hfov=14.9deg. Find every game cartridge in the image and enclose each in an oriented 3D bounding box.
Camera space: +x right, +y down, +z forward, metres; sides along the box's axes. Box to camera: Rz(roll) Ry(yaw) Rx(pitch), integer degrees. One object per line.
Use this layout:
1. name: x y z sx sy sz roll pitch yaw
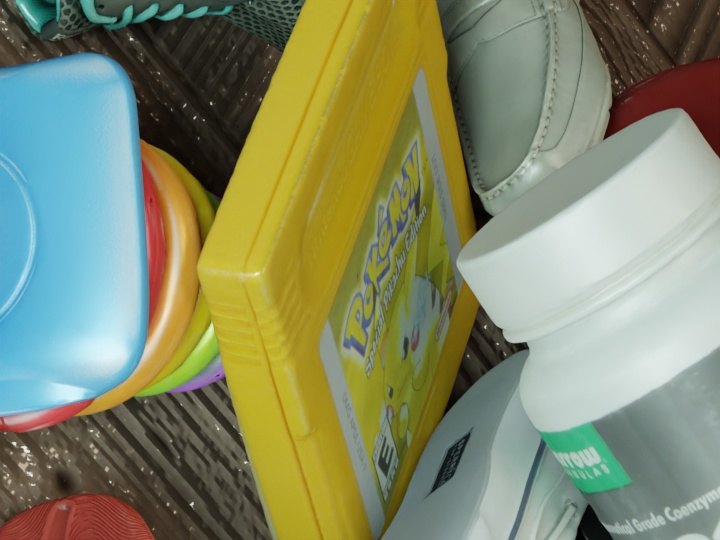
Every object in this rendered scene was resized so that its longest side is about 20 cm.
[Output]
1. game cartridge: 0.000 0.000 0.961 0.200 0.032 0.177 79 25 -49

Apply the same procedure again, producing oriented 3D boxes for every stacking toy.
1. stacking toy: -0.074 0.002 0.917 0.200 0.116 0.110 12 72 -61

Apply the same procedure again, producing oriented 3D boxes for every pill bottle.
1. pill bottle: 0.126 0.052 0.950 0.200 0.113 0.113 55 42 -7

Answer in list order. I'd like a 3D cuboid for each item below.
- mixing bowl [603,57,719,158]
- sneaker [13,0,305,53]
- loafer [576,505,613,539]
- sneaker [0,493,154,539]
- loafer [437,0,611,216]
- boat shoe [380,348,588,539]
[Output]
1. mixing bowl: 0.143 -0.013 1.105 0.200 0.200 0.109 9 41 -46
2. sneaker: -0.085 -0.115 0.970 0.200 0.077 0.091 33 74 -37
3. loafer: 0.085 0.117 1.059 0.200 0.068 0.071 -24 101 -46
4. sneaker: -0.082 0.178 0.868 0.116 0.078 0.200 75 9 -50
5. loafer: 0.055 -0.096 1.091 0.070 0.070 0.200 33 33 -28
6. boat shoe: 0.047 0.100 0.951 0.065 0.074 0.200 46 36 -10
